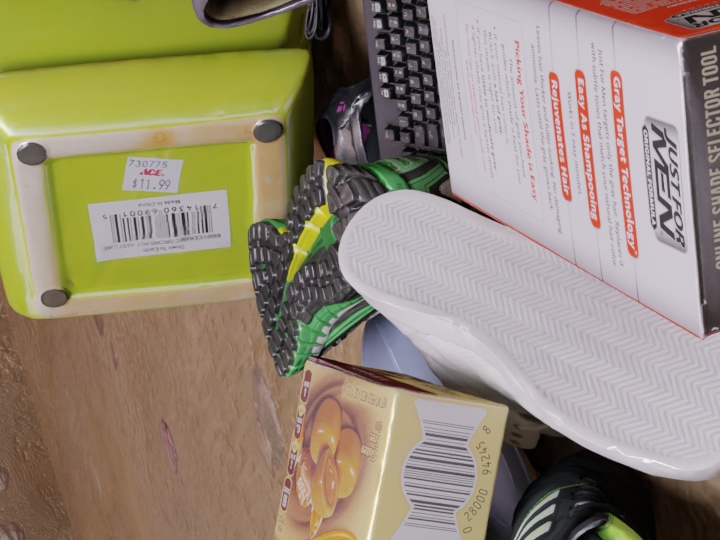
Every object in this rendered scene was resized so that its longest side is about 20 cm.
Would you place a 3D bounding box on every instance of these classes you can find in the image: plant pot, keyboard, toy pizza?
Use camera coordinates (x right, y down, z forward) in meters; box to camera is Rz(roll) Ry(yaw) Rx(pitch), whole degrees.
[{"bbox_3d":[-0.118,-0.089,0.976,0.200,0.199,0.182,93,169,-48],"label":"plant pot"},{"bbox_3d":[0.009,-0.143,0.832,0.127,0.021,0.201,17,122,43],"label":"keyboard"},{"bbox_3d":[0.057,0.103,0.917,0.201,0.032,0.201,56,158,36],"label":"toy pizza"}]

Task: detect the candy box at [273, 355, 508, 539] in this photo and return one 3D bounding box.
[{"bbox_3d":[0.000,0.143,0.749,0.115,0.055,0.201,-171,92,-71],"label":"candy box"}]

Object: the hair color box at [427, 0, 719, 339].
[{"bbox_3d":[0.092,-0.057,0.648,0.200,0.061,0.102,-141,39,-63],"label":"hair color box"}]

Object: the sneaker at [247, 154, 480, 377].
[{"bbox_3d":[0.000,0.000,0.874,0.200,0.085,0.079,143,116,-65],"label":"sneaker"}]

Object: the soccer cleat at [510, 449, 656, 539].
[{"bbox_3d":[0.087,0.117,0.692,0.067,0.200,0.081,40,120,3],"label":"soccer cleat"}]

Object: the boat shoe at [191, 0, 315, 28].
[{"bbox_3d":[0.010,-0.141,0.689,0.199,0.072,0.065,-12,68,36],"label":"boat shoe"}]

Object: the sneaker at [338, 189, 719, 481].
[{"bbox_3d":[0.091,0.040,0.739,0.200,0.074,0.116,31,168,38],"label":"sneaker"}]

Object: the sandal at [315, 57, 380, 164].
[{"bbox_3d":[0.004,-0.049,0.943,0.201,0.048,0.076,98,151,-50],"label":"sandal"}]
